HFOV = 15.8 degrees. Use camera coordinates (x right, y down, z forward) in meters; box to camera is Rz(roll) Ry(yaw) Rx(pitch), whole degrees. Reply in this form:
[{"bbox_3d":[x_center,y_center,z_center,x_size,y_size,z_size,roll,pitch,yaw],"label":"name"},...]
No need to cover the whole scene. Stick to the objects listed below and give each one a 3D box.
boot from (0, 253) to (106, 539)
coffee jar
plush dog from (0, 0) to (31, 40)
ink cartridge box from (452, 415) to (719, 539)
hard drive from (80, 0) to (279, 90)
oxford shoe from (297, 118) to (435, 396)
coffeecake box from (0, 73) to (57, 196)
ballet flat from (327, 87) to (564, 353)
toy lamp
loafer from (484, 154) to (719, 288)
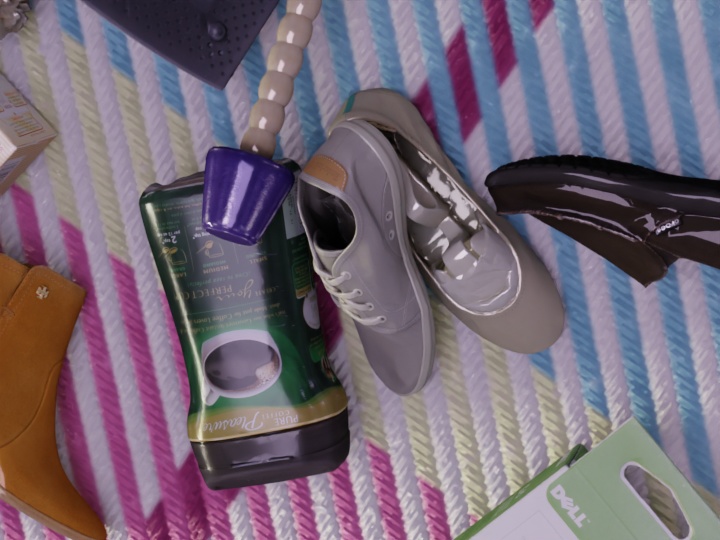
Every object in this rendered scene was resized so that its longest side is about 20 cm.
[{"bbox_3d":[-0.213,0.077,1.689,0.201,0.071,0.145,36,80,-21],"label":"boot"},{"bbox_3d":[-0.070,0.035,1.635,0.104,0.085,0.202,-9,96,12],"label":"coffee jar"},{"bbox_3d":[-0.199,-0.246,1.604,0.171,0.160,0.201,-13,98,-10],"label":"plush dog"},{"bbox_3d":[0.131,0.180,1.620,0.200,0.059,0.104,-40,89,18],"label":"ink cartridge box"},{"bbox_3d":[-0.129,-0.213,1.564,0.200,0.042,0.135,35,84,-34],"label":"hard drive"},{"bbox_3d":[0.000,0.000,1.588,0.075,0.058,0.201,26,142,38],"label":"oxford shoe"},{"bbox_3d":[-0.324,-0.103,1.685,0.200,0.073,0.154,46,108,4],"label":"coffeecake box"},{"bbox_3d":[0.050,-0.026,1.604,0.069,0.069,0.200,-41,88,17],"label":"ballet flat"},{"bbox_3d":[-0.050,-0.115,1.562,0.058,0.058,0.201,13,81,12],"label":"toy lamp"},{"bbox_3d":[0.169,-0.025,1.567,0.199,0.073,0.072,10,100,13],"label":"loafer"}]
